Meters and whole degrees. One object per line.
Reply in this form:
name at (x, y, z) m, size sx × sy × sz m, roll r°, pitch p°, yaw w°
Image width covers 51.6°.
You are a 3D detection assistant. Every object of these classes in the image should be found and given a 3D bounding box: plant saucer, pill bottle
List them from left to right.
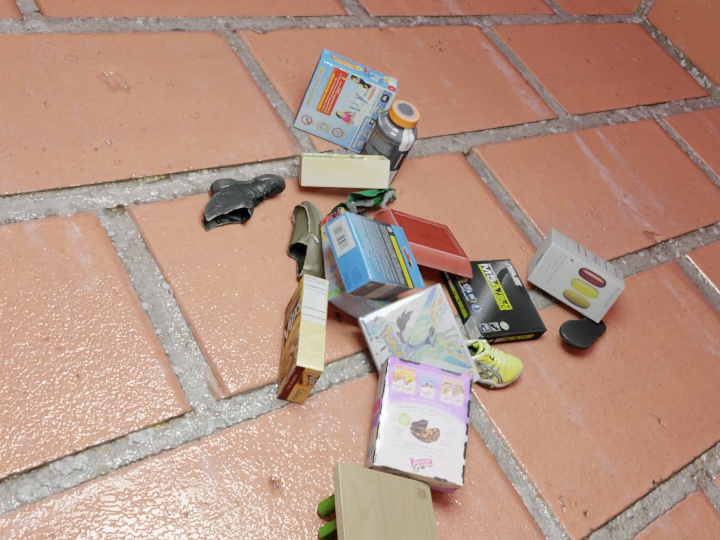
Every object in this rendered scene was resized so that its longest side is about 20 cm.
pill bottle at (0.068, -0.300, 1.749) m, size 0.104 × 0.201 × 0.108 m, roll 14°, pitch 47°, yaw -16°
plant saucer at (0.144, -0.069, 1.656) m, size 0.196 × 0.037 × 0.201 m, roll 15°, pitch 25°, yaw -21°

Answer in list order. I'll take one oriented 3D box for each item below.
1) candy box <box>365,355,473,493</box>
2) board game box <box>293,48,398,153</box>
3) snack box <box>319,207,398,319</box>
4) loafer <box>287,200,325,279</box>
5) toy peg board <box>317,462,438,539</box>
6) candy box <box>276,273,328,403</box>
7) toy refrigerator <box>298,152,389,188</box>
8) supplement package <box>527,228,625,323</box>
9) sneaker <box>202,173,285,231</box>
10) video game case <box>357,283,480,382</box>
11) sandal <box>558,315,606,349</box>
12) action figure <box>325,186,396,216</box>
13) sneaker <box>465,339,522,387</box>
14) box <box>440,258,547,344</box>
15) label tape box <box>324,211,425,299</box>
candy box at (0.105, 0.274, 1.327) m, size 0.165 × 0.072 × 0.203 m, roll 15°, pitch 61°, yaw -7°
board game box at (-0.037, -0.397, 1.775) m, size 0.193 × 0.201 × 0.056 m, roll 20°, pitch 44°, yaw -13°
snack box at (0.000, 0.000, 1.505) m, size 0.168 × 0.067 × 0.203 m, roll 34°, pitch 38°, yaw -42°
loafer at (-0.113, -0.062, 1.535) m, size 0.069 × 0.075 × 0.203 m, roll 5°, pitch 51°, yaw -30°
toy peg board at (0.023, 0.438, 1.190) m, size 0.197 × 0.098 × 0.203 m, roll 23°, pitch 44°, yaw -32°
candy box at (-0.104, 0.122, 1.354) m, size 0.054 × 0.116 × 0.203 m, roll 15°, pitch 47°, yaw -17°
toy refrigerator at (-0.038, -0.227, 1.671) m, size 0.196 × 0.071 × 0.076 m, roll 1°, pitch 16°, yaw -10°
supplement package at (0.510, 0.011, 1.769) m, size 0.198 × 0.115 × 0.110 m, roll 30°, pitch 26°, yaw 1°
sneaker at (-0.238, -0.141, 1.549) m, size 0.196 × 0.060 × 0.105 m, roll -7°, pitch 55°, yaw -26°
video game case at (0.112, 0.151, 1.428) m, size 0.180 × 0.022 × 0.203 m, roll -21°, pitch 81°, yaw -14°
sandal at (0.512, 0.150, 1.727) m, size 0.199 × 0.048 × 0.076 m, roll -10°, pitch 56°, yaw -49°
action figure at (0.023, -0.156, 1.688) m, size 0.199 × 0.117 × 0.056 m, roll -24°, pitch 91°, yaw -50°
sneaker at (0.252, 0.184, 1.515) m, size 0.197 × 0.077 × 0.076 m, roll 9°, pitch 47°, yaw -24°
box at (0.298, 0.068, 1.672) m, size 0.190 × 0.048 × 0.202 m, roll -3°, pitch 55°, yaw -28°
label tape box at (0.030, -0.022, 1.435) m, size 0.199 × 0.063 × 0.146 m, roll 11°, pitch 54°, yaw -55°
